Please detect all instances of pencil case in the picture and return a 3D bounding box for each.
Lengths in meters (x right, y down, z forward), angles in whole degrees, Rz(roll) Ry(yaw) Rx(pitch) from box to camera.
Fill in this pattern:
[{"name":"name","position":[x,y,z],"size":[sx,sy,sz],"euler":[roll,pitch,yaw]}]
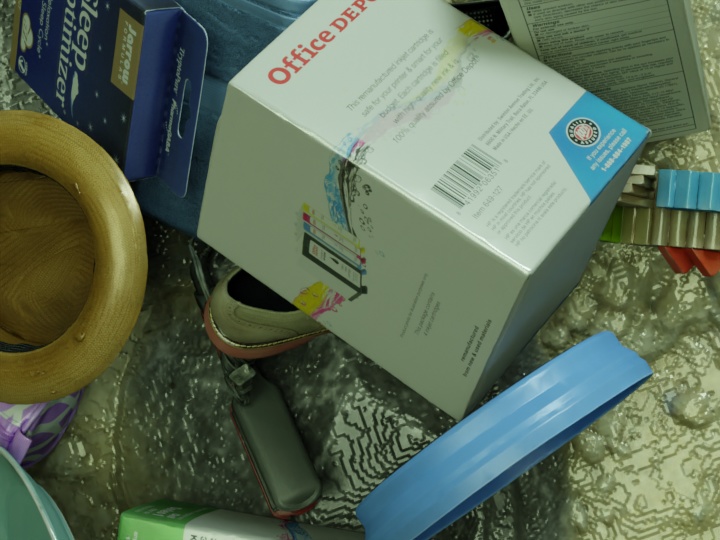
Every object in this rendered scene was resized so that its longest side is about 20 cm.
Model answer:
[{"name":"pencil case","position":[-0.284,0.056,1.252],"size":[0.199,0.085,0.084],"euler":[30,103,12]}]

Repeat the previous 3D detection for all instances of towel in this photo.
[{"name":"towel","position":[-0.085,-0.112,1.179],"size":[0.111,0.049,0.201],"euler":[27,124,18]}]

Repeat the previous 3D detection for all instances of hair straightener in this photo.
[{"name":"hair straightener","position":[-0.071,0.062,1.208],"size":[0.041,0.077,0.201],"euler":[-16,80,-11]}]

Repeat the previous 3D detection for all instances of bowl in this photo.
[{"name":"bowl","position":[0.082,0.105,1.102],"size":[0.200,0.201,0.039],"euler":[-37,80,10]}]

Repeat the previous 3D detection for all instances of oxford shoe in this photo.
[{"name":"oxford shoe","position":[0.000,0.000,1.162],"size":[0.199,0.075,0.071],"euler":[-23,76,-16]}]

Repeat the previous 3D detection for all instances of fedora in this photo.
[{"name":"fedora","position":[-0.205,-0.009,1.195],"size":[0.200,0.082,0.202],"euler":[1,91,29]}]

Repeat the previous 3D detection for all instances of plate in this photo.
[{"name":"plate","position":[-0.207,0.205,1.200],"size":[0.025,0.200,0.201],"euler":[-16,83,-27]}]

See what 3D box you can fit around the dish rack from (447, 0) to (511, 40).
[{"name":"dish rack","position":[0.027,-0.236,1.202],"size":[0.153,0.055,0.201],"euler":[-2,87,13]}]

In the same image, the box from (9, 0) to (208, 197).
[{"name":"box","position":[-0.166,-0.142,1.186],"size":[0.200,0.032,0.122],"euler":[42,132,39]}]

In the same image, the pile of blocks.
[{"name":"pile of blocks","position":[0.187,-0.030,1.142],"size":[0.199,0.082,0.062],"euler":[5,89,13]}]

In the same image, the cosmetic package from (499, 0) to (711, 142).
[{"name":"cosmetic package","position":[0.143,-0.152,1.091],"size":[0.103,0.200,0.073],"euler":[-9,60,12]}]

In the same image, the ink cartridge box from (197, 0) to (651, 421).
[{"name":"ink cartridge box","position":[0.031,-0.049,1.068],"size":[0.200,0.145,0.147],"euler":[34,52,13]}]

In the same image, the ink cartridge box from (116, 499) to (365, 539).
[{"name":"ink cartridge box","position":[-0.059,0.238,1.192],"size":[0.199,0.084,0.146],"euler":[8,90,14]}]
